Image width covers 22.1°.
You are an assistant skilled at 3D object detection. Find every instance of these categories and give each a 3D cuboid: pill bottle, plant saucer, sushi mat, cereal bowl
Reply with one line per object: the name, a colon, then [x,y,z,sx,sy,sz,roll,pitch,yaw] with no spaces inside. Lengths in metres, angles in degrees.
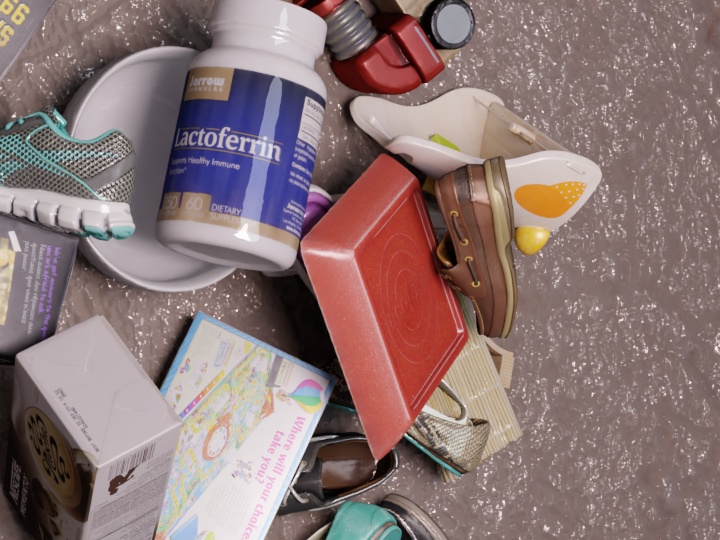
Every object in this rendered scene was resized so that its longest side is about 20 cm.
pill bottle: [-0.090,-0.108,1.460,0.115,0.115,0.202,16,79,-33]
plant saucer: [0.031,0.024,1.553,0.200,0.036,0.201,-50,125,-57]
sushi mat: [0.080,0.089,1.697,0.095,0.012,0.201,-31,107,-29]
cereal bowl: [-0.170,-0.081,1.523,0.199,0.083,0.202,1,89,-33]

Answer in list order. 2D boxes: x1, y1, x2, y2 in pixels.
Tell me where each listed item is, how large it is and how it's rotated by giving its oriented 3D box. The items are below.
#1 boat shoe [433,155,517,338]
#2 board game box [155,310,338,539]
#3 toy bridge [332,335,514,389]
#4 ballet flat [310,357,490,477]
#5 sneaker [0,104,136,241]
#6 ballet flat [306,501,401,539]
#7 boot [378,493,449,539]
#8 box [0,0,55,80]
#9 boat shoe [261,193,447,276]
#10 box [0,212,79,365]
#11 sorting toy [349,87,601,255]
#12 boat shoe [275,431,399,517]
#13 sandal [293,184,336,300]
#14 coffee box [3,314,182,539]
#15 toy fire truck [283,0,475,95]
boat shoe: [0.098,-0.017,1.587,0.067,0.072,0.201,-7,137,1]
board game box: [-0.120,0.153,1.546,0.134,0.034,0.201,26,73,-1]
toy bridge: [0.061,0.058,1.710,0.199,0.027,0.068,17,80,-33]
ballet flat: [0.029,0.112,1.645,0.199,0.068,0.076,27,91,-14]
sneaker: [-0.260,-0.085,1.413,0.198,0.078,0.092,13,84,5]
ballet flat: [-0.043,0.287,1.609,0.201,0.070,0.067,-55,150,-11]
boot: [0.027,0.319,1.658,0.150,0.073,0.201,-33,113,-31]
box: [-0.347,-0.229,1.426,0.200,0.048,0.159,42,67,-26]
boat shoe: [-0.003,-0.027,1.648,0.199,0.072,0.069,-8,111,-38]
box: [-0.333,-0.002,1.387,0.199,0.122,0.107,20,78,-33]
sorting toy: [0.083,-0.106,1.656,0.179,0.200,0.107,20,103,-30]
boat shoe: [-0.060,0.177,1.603,0.199,0.067,0.073,-7,94,-29]
sandal: [-0.005,0.006,1.593,0.202,0.050,0.083,41,84,-35]
coffee box: [-0.208,0.144,1.409,0.079,0.201,0.113,-26,64,-30]
toy fire truck: [-0.016,-0.216,1.619,0.200,0.128,0.177,-41,112,-15]
